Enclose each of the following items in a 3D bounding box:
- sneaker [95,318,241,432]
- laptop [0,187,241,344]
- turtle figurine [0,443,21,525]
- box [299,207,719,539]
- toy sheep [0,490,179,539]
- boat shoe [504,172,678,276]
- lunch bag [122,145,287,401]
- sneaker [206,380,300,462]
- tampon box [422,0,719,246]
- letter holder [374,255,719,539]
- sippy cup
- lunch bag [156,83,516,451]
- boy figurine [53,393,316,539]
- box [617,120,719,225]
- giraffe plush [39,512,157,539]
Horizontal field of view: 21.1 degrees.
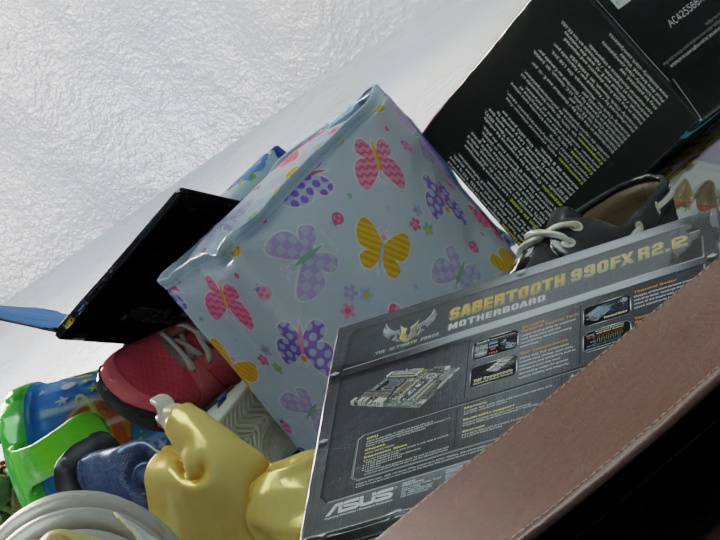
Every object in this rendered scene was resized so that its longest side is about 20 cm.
[{"bbox_3d":[-0.093,0.044,1.308,0.199,0.074,0.087,-14,-41,-43],"label":"sneaker"},{"bbox_3d":[-0.172,-0.008,1.320,0.200,0.116,0.187,-48,-19,13],"label":"laptop"},{"bbox_3d":[-0.312,0.168,1.522,0.144,0.199,0.194,-47,10,42],"label":"turtle figurine"},{"bbox_3d":[0.077,0.061,0.863,0.199,0.049,0.159,-18,30,18],"label":"box"},{"bbox_3d":[-0.146,0.181,1.025,0.138,0.138,0.200,-38,11,-11],"label":"toy sheep"},{"bbox_3d":[0.116,-0.005,1.037,0.073,0.061,0.199,-3,13,42],"label":"boat shoe"},{"bbox_3d":[-0.102,0.033,1.527,0.170,0.127,0.200,-48,-2,-46],"label":"lunch bag"},{"bbox_3d":[-0.069,0.103,1.280,0.200,0.075,0.084,-39,3,-36],"label":"sneaker"},{"bbox_3d":[0.161,-0.123,1.215,0.150,0.126,0.200,-37,-6,-35],"label":"tampon box"},{"bbox_3d":[0.113,0.095,0.677,0.200,0.101,0.142,-38,13,-9],"label":"letter holder"},{"bbox_3d":[-0.166,0.123,1.368,0.129,0.140,0.178,-23,25,9],"label":"sippy cup"},{"bbox_3d":[0.000,0.000,1.237,0.200,0.170,0.127,-47,12,-33],"label":"lunch bag"},{"bbox_3d":[-0.086,0.127,1.117,0.199,0.125,0.064,-5,22,34],"label":"boy figurine"},{"bbox_3d":[0.213,-0.059,1.163,0.200,0.039,0.041,-39,11,-14],"label":"box"},{"bbox_3d":[-0.104,0.208,0.794,0.163,0.172,0.200,-58,23,-1],"label":"giraffe plush"}]
